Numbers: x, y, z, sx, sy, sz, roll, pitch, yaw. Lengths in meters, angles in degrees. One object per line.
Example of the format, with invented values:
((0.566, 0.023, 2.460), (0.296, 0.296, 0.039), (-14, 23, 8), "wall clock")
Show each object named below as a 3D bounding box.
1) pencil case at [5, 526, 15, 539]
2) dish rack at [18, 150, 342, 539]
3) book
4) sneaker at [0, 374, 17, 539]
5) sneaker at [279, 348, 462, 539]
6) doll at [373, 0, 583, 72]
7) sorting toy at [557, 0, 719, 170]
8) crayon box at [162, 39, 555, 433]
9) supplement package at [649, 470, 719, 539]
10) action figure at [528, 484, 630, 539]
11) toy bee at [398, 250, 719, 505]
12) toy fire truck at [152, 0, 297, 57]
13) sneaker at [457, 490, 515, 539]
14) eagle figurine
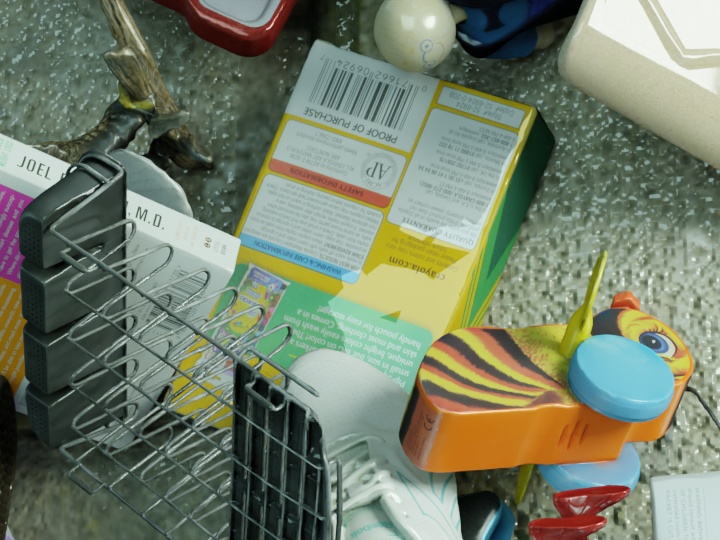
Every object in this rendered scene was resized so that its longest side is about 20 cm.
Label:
((-0.215, 0.127, 1.029), (0.200, 0.084, 0.086), (51, 127, 22), "pencil case")
((-0.075, 0.058, 0.896), (0.200, 0.154, 0.054), (34, 48, 30), "dish rack")
((-0.175, -0.001, 0.985), (0.199, 0.134, 0.048), (25, 37, -13), "book")
((-0.206, 0.129, 0.939), (0.075, 0.071, 0.200), (-3, 40, 5), "sneaker")
((0.011, 0.110, 0.905), (0.070, 0.080, 0.201), (-30, 58, 6), "sneaker")
((0.097, -0.151, 0.990), (0.199, 0.137, 0.049), (-24, 60, -6), "doll")
((0.198, -0.141, 0.956), (0.185, 0.036, 0.201), (27, 84, -20), "sorting toy")
((0.000, 0.000, 1.017), (0.125, 0.052, 0.201), (19, 80, 22), "crayon box")
((0.232, 0.145, 0.863), (0.199, 0.121, 0.120), (-8, 72, 16), "supplement package")
((0.116, 0.197, 0.891), (0.051, 0.065, 0.201), (-7, 101, 18), "action figure")
((0.107, 0.056, 0.945), (0.131, 0.199, 0.109), (-52, 30, 24), "toy bee")
((-0.078, -0.221, 1.072), (0.167, 0.112, 0.201), (26, 66, 4), "toy fire truck")
((0.067, 0.193, 0.928), (0.082, 0.073, 0.201), (-29, 69, 6), "sneaker")
((-0.175, -0.033, 1.048), (0.199, 0.151, 0.152), (-30, 78, -4), "eagle figurine")
